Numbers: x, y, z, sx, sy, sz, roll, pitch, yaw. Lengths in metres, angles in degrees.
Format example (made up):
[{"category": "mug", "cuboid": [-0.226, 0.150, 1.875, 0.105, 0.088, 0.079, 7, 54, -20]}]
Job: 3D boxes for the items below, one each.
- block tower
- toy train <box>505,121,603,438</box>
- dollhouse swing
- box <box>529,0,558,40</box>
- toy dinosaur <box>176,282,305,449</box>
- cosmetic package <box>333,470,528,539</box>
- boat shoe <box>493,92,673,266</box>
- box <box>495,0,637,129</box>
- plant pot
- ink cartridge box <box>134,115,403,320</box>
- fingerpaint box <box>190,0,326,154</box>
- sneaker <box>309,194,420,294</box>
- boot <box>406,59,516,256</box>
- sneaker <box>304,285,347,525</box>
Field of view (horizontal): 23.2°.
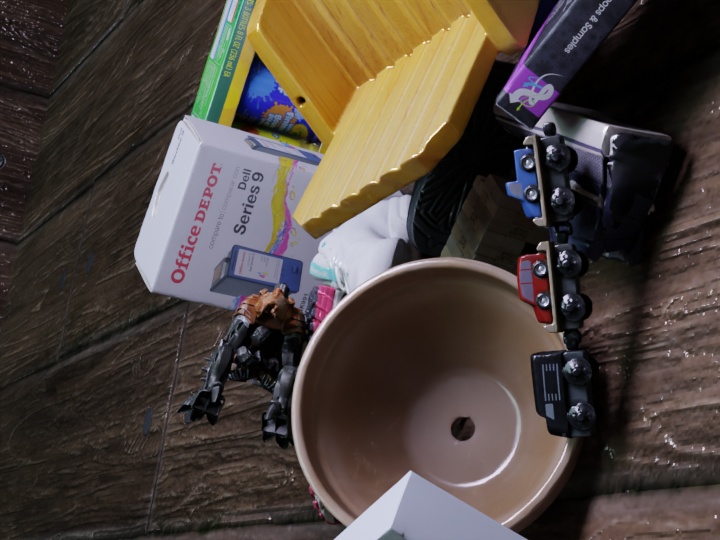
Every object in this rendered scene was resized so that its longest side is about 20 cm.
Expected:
[{"category": "block tower", "cuboid": [0.080, 0.025, 1.309, 0.201, 0.058, 0.054, -64, 24, 22]}, {"category": "toy train", "cuboid": [0.121, 0.007, 1.113, 0.034, 0.046, 0.201, -5, -90, -71]}, {"category": "dollhouse swing", "cuboid": [-0.005, -0.157, 1.224, 0.200, 0.182, 0.176, -28, 12, 45]}, {"category": "box", "cuboid": [0.149, -0.260, 1.356, 0.121, 0.032, 0.201, 133, 144, -51]}, {"category": "toy dinosaur", "cuboid": [-0.087, 0.064, 1.459, 0.200, 0.102, 0.136, 60, -136, -61]}, {"category": "cosmetic package", "cuboid": [0.043, 0.223, 1.131, 0.200, 0.150, 0.052, -48, 16, 49]}, {"category": "boat shoe", "cuboid": [0.138, -0.064, 1.195, 0.200, 0.074, 0.093, -142, 62, -68]}, {"category": "box", "cuboid": [0.170, -0.195, 1.136, 0.200, 0.036, 0.143, -52, 3, 30]}, {"category": "plant pot", "cuboid": [0.060, 0.099, 1.197, 0.093, 0.200, 0.202, 47, -131, -67]}, {"category": "ink cartridge box", "cuboid": [-0.083, -0.037, 1.557, 0.146, 0.199, 0.088, -69, 22, 14]}, {"category": "fingerpaint box", "cuboid": [-0.062, -0.160, 1.633, 0.073, 0.166, 0.201, -135, 63, -68]}, {"category": "sneaker", "cuboid": [0.000, 0.000, 1.408, 0.200, 0.088, 0.076, -76, -21, -69]}, {"category": "boot", "cuboid": [0.054, -0.107, 1.440, 0.165, 0.065, 0.200, -64, 26, 2]}, {"category": "sneaker", "cuboid": [-0.011, 0.114, 1.463, 0.081, 0.074, 0.201, -126, 39, -81]}]
